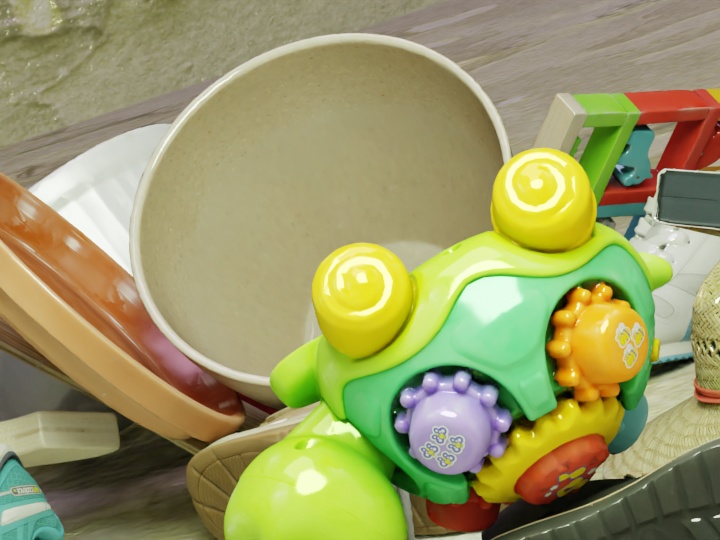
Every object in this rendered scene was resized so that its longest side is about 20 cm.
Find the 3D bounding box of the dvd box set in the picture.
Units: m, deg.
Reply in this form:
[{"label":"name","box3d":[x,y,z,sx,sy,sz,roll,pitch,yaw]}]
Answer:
[{"label":"dvd box set","box3d":[0.252,-0.021,1.339,0.146,0.029,0.200,6,-2,33]}]

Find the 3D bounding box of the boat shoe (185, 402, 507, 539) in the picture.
[{"label":"boat shoe","box3d":[0.010,0.082,1.278,0.200,0.074,0.069,-9,18,36]}]

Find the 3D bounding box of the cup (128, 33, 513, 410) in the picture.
[{"label":"cup","box3d":[0.000,0.000,1.401,0.200,0.201,0.143,-13,-32,13]}]

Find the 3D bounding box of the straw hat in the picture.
[{"label":"straw hat","box3d":[0.198,0.030,1.251,0.201,0.085,0.201,-14,11,3]}]

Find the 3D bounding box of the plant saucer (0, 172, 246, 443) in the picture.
[{"label":"plant saucer","box3d":[-0.140,0.017,1.342,0.032,0.200,0.200,-48,8,6]}]

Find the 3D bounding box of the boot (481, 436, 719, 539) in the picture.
[{"label":"boot","box3d":[0.129,0.094,1.056,0.200,0.078,0.138,-13,6,8]}]

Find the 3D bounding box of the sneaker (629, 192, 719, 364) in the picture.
[{"label":"sneaker","box3d":[0.169,-0.001,1.473,0.076,0.081,0.200,-2,17,45]}]

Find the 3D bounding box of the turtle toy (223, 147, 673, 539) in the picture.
[{"label":"turtle toy","box3d":[0.034,0.050,1.029,0.200,0.101,0.146,-29,-23,-5]}]

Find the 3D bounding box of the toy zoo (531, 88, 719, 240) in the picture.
[{"label":"toy zoo","box3d":[0.168,-0.044,1.530,0.200,0.131,0.020,-5,41,-35]}]

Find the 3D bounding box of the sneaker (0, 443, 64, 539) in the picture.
[{"label":"sneaker","box3d":[-0.183,0.149,1.196,0.077,0.080,0.200,-31,18,33]}]

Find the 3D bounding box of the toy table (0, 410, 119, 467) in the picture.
[{"label":"toy table","box3d":[-0.227,0.092,1.339,0.200,0.184,0.117,-12,-8,-46]}]

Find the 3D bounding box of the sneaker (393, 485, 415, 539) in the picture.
[{"label":"sneaker","box3d":[-0.017,0.113,1.136,0.079,0.079,0.200,-9,12,4]}]

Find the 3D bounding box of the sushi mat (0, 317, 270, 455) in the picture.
[{"label":"sushi mat","box3d":[-0.116,0.059,1.416,0.200,0.012,0.096,27,18,12]}]

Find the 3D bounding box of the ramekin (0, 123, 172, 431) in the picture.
[{"label":"ramekin","box3d":[-0.147,0.018,1.572,0.200,0.098,0.201,-36,-15,-11]}]

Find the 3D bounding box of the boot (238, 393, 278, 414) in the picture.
[{"label":"boot","box3d":[-0.016,0.052,1.496,0.200,0.073,0.144,-15,11,-19]}]
